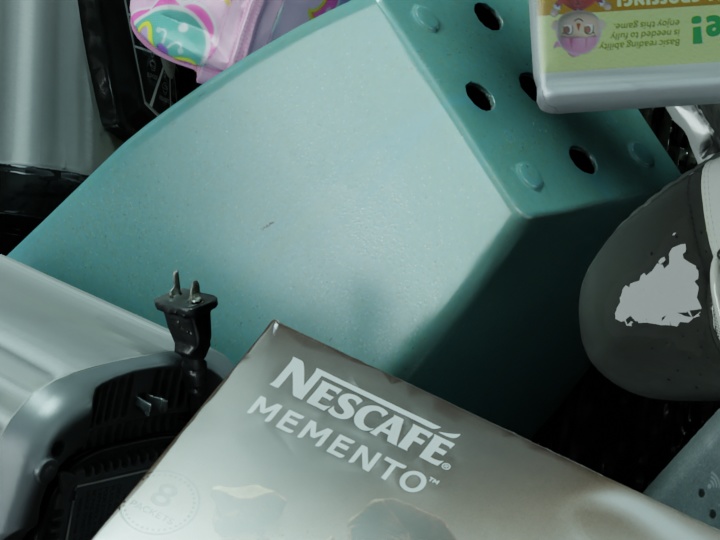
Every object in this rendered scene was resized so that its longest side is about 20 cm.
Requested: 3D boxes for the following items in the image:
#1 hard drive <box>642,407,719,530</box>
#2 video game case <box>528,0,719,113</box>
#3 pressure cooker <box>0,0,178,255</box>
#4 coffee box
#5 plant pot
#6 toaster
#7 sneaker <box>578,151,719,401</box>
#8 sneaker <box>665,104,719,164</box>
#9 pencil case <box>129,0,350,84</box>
[{"bbox_3d":[0.100,0.158,0.922,0.200,0.033,0.140,-54,51,37],"label":"hard drive"},{"bbox_3d":[0.141,-0.139,0.774,0.022,0.199,0.183,54,-147,-84],"label":"video game case"},{"bbox_3d":[-0.165,-0.108,1.145,0.176,0.178,0.201,-10,76,53],"label":"pressure cooker"},{"bbox_3d":[0.029,0.112,0.807,0.200,0.113,0.080,25,142,20],"label":"coffee box"},{"bbox_3d":[0.000,0.000,0.956,0.200,0.141,0.142,-45,69,36],"label":"plant pot"},{"bbox_3d":[-0.116,0.077,0.902,0.129,0.113,0.201,25,114,36],"label":"toaster"},{"bbox_3d":[0.136,0.000,0.772,0.199,0.088,0.074,-14,99,32],"label":"sneaker"},{"bbox_3d":[0.133,-0.055,0.861,0.090,0.066,0.201,-25,74,46],"label":"sneaker"},{"bbox_3d":[-0.012,-0.155,0.977,0.087,0.087,0.200,50,126,40],"label":"pencil case"}]
